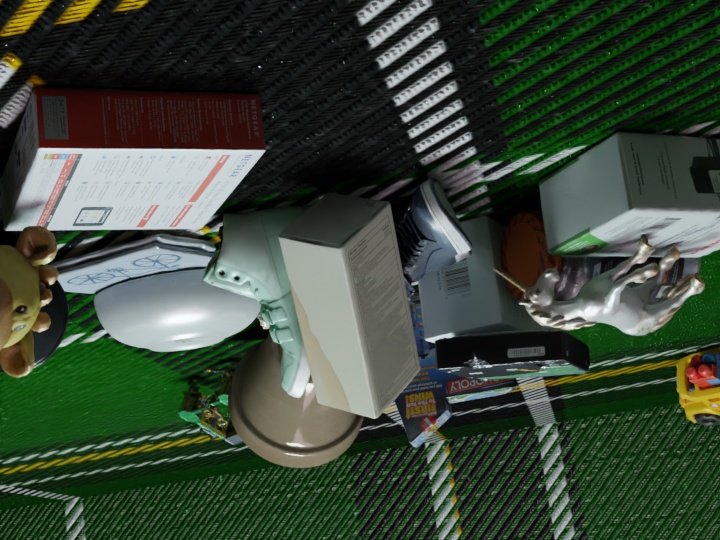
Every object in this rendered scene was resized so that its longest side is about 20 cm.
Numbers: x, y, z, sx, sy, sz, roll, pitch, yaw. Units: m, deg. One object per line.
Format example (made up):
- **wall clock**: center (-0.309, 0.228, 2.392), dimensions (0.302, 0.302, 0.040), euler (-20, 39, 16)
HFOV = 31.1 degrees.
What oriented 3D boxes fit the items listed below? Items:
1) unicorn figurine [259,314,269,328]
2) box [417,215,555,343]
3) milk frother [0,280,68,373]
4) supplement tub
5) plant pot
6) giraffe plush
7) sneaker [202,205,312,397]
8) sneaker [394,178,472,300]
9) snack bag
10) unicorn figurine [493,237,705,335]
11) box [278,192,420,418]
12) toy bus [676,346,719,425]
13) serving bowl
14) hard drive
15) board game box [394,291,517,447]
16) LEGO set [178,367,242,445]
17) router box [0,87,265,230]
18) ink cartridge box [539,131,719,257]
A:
- **unicorn figurine**: center (-0.031, 0.050, 1.618), dimensions (0.198, 0.075, 0.137), euler (9, 175, -11)
- **box**: center (0.149, 0.024, 1.514), dimensions (0.097, 0.126, 0.200), euler (-14, 164, 25)
- **milk frother**: center (-0.401, 0.073, 1.261), dimensions (0.178, 0.202, 0.188), euler (-6, 166, 9)
- **supplement tub**: center (0.262, -0.016, 1.424), dimensions (0.198, 0.124, 0.122), euler (-1, 164, -26)
- **plant pot**: center (-0.076, 0.148, 1.795), dimensions (0.198, 0.202, 0.175), euler (-3, 148, -16)
- **giraffe plush**: center (-0.337, 0.023, 1.053), dimensions (0.161, 0.201, 0.173), euler (17, 136, -2)
- **sneaker**: center (-0.102, 0.032, 1.326), dimensions (0.117, 0.203, 0.074), euler (0, -165, -4)
- **sneaker**: center (0.037, -0.019, 1.322), dimensions (0.145, 0.077, 0.202), euler (-26, 165, 2)
- **snack bag**: center (-0.232, -0.002, 1.419), dimensions (0.187, 0.022, 0.199), euler (-15, 167, 28)
- **unicorn figurine**: center (0.257, 0.024, 1.314), dimensions (0.199, 0.074, 0.137), euler (28, 125, -28)
- **box**: center (-0.008, 0.034, 1.280), dimensions (0.077, 0.202, 0.095), euler (11, -145, 34)
- **toy bus**: center (0.691, 0.217, 2.557), dimensions (0.191, 0.137, 0.199), euler (21, 153, -36)
- **serving bowl**: center (-0.203, 0.053, 1.490), dimensions (0.198, 0.067, 0.200), euler (-9, 169, -2)
- **hard drive**: center (0.172, 0.094, 1.425), dimensions (0.138, 0.038, 0.200), euler (-5, 169, 18)
- **board game box**: center (0.107, 0.128, 1.732), dimensions (0.198, 0.202, 0.062), euler (-10, 165, 9)
- **LEGO set**: center (-0.191, 0.194, 2.087), dimensions (0.153, 0.117, 0.200), euler (30, 148, -17)
- **router box**: center (-0.192, -0.085, 1.063), dimensions (0.178, 0.049, 0.200), euler (-2, 164, -24)
- **ink cartridge box**: center (0.304, -0.072, 1.307), dimensions (0.198, 0.084, 0.146), euler (1, 163, -27)
